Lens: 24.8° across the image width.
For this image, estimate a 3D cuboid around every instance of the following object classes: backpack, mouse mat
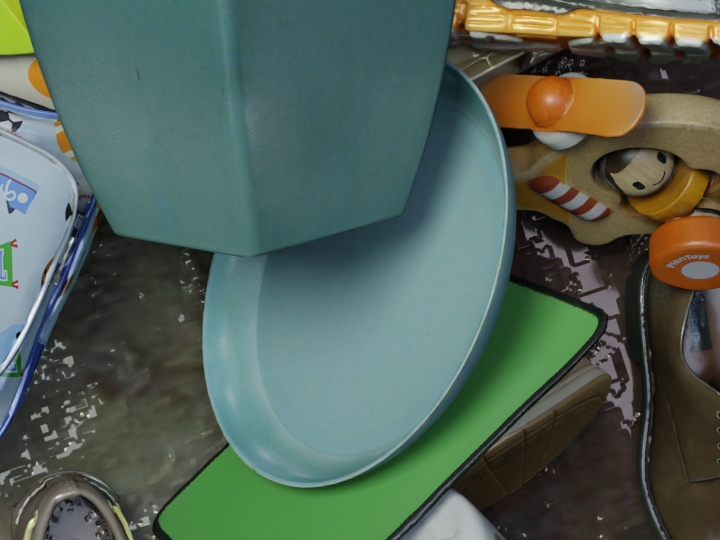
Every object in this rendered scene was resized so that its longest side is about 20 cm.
[{"bbox_3d":[-0.210,0.004,0.702,0.200,0.154,0.191,20,91,-12],"label":"backpack"},{"bbox_3d":[0.003,0.070,0.733,0.200,0.161,0.008,-42,116,-12],"label":"mouse mat"}]

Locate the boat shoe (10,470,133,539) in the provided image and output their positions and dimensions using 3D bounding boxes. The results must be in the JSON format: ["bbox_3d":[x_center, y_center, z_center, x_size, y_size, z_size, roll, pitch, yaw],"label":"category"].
[{"bbox_3d":[-0.123,0.191,0.741,0.072,0.060,0.200,-5,86,-13],"label":"boat shoe"}]

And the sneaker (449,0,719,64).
[{"bbox_3d":[0.101,-0.129,0.692,0.200,0.078,0.077,6,90,7],"label":"sneaker"}]

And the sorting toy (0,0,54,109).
[{"bbox_3d":[-0.174,-0.167,0.761,0.180,0.107,0.200,2,84,8],"label":"sorting toy"}]

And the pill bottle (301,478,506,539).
[{"bbox_3d":[0.056,0.190,0.723,0.111,0.111,0.200,-50,125,-12],"label":"pill bottle"}]

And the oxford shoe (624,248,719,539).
[{"bbox_3d":[0.179,0.083,0.804,0.073,0.084,0.200,-13,89,-14],"label":"oxford shoe"}]

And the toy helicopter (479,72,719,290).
[{"bbox_3d":[0.083,-0.048,0.762,0.200,0.132,0.079,-5,63,21],"label":"toy helicopter"}]

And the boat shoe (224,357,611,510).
[{"bbox_3d":[0.025,0.085,0.777,0.200,0.074,0.069,-29,62,-15],"label":"boat shoe"}]

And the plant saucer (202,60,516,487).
[{"bbox_3d":[0.000,0.000,0.730,0.027,0.200,0.200,21,79,-39],"label":"plant saucer"}]

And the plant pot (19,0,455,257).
[{"bbox_3d":[-0.048,-0.114,0.654,0.141,0.141,0.200,-18,110,-42],"label":"plant pot"}]

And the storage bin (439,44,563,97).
[{"bbox_3d":[0.076,-0.210,0.773,0.198,0.094,0.200,-27,90,7],"label":"storage bin"}]
